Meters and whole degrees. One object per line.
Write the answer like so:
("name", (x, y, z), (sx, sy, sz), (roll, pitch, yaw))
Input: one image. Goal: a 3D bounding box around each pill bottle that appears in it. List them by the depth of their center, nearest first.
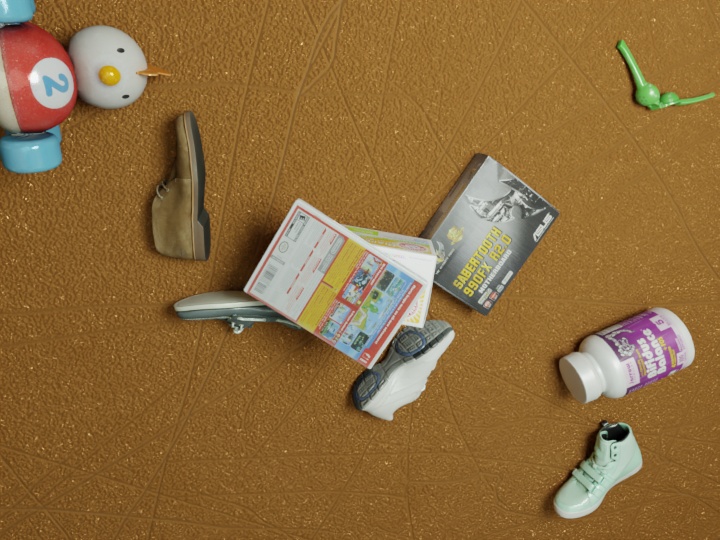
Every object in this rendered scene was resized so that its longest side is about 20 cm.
("pill bottle", (0.449, 0.149, 0.992), (0.198, 0.112, 0.113), (-23, 111, -6))

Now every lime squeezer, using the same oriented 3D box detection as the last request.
("lime squeezer", (0.471, -0.283, 0.913), (0.198, 0.038, 0.071), (19, 71, -17))

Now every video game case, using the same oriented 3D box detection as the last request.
("video game case", (-0.033, 0.020, 0.754), (0.199, 0.017, 0.144), (32, 105, -5))

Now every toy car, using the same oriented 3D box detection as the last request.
("toy car", (-0.320, -0.231, 0.672), (0.198, 0.177, 0.186), (-11, 120, -23))

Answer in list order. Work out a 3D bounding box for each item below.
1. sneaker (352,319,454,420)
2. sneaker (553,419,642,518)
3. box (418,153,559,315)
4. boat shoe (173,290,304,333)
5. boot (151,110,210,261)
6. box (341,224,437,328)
("sneaker", (0.077, 0.160, 0.939), (0.200, 0.075, 0.087), (-44, 123, 10))
("sneaker", (0.425, 0.358, 1.069), (0.200, 0.074, 0.119), (-32, 118, -13))
("box", (0.188, -0.054, 0.901), (0.158, 0.048, 0.201), (33, 97, -20))
("boat shoe", (-0.166, 0.064, 0.841), (0.198, 0.073, 0.062), (-3, 104, -18))
("boot", (-0.244, -0.110, 0.774), (0.075, 0.074, 0.202), (2, 109, -4))
("box", (0.000, 0.000, 0.814), (0.198, 0.113, 0.102), (10, 105, 0))
